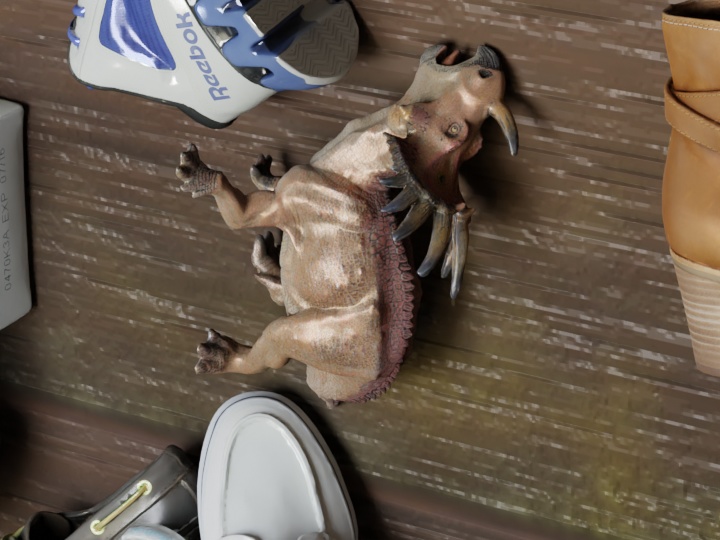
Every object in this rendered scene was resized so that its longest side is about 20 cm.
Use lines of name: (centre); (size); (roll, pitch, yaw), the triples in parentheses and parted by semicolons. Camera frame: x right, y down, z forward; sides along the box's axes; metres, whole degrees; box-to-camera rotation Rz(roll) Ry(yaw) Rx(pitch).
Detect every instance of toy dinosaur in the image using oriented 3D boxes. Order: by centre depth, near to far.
toy dinosaur: (0.000, 0.000, 1.237); (0.135, 0.086, 0.200); (14, 124, 23)

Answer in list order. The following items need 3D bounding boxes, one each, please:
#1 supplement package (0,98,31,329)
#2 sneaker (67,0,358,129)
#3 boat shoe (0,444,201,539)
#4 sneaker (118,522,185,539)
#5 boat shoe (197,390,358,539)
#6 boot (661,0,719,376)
supplement package: (-0.276, -0.034, 1.392); (0.200, 0.117, 0.117); (16, 121, 28)
sneaker: (-0.101, -0.140, 1.241); (0.115, 0.081, 0.200); (-35, 90, 38)
boat shoe: (-0.146, 0.146, 1.416); (0.201, 0.072, 0.061); (-28, 96, 33)
sneaker: (-0.112, 0.220, 1.348); (0.074, 0.082, 0.200); (12, 125, 30)
boat shoe: (-0.031, 0.151, 1.296); (0.073, 0.067, 0.201); (-12, 81, -3)
boot: (0.202, -0.032, 1.082); (0.200, 0.074, 0.155); (2, 108, 32)
